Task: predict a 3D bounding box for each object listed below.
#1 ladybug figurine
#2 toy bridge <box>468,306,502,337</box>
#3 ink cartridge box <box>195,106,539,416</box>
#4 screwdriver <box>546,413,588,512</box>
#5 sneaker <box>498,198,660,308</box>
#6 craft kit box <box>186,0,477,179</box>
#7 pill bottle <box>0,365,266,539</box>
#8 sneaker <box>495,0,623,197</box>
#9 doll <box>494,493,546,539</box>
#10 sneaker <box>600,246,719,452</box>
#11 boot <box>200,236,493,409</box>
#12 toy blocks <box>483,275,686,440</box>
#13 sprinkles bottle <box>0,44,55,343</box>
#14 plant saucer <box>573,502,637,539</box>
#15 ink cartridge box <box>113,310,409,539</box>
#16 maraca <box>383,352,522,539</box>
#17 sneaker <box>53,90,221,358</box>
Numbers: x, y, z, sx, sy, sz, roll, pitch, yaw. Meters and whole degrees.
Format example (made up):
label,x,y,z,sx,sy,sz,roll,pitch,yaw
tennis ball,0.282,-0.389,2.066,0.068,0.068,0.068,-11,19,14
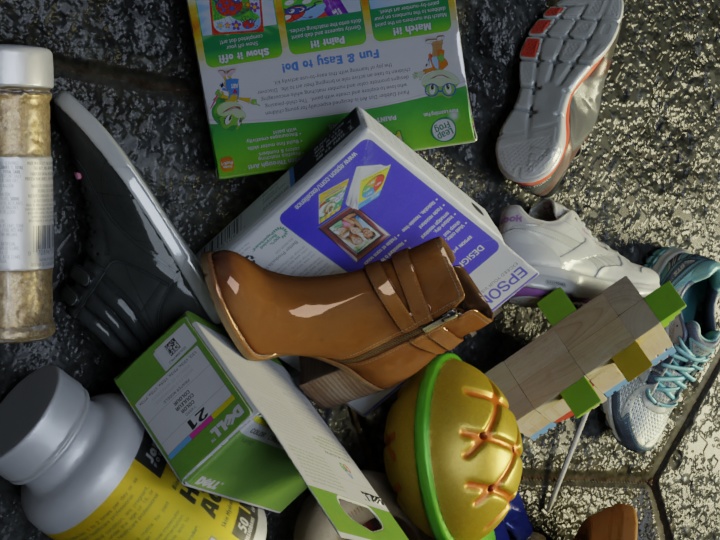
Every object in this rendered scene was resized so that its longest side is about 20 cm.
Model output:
label,x,y,z,sx,sy,sz,roll,pitch,yaw
ladybug figurine,0.006,0.252,1.115,0.136,0.072,0.200,-31,110,-27
toy bridge,0.056,-0.025,1.147,0.067,0.027,0.200,-37,113,-24
ink cartridge box,0.000,0.000,1.041,0.198,0.043,0.200,-40,121,20
screwdriver,0.212,0.132,1.257,0.028,0.029,0.200,22,85,-17
sneaker,0.200,-0.013,1.213,0.200,0.075,0.100,8,73,-41
craft kit box,-0.024,-0.180,1.008,0.199,0.049,0.198,-7,99,5
pill bottle,-0.171,0.158,0.970,0.200,0.111,0.111,43,72,-28
sneaker,0.180,-0.155,1.203,0.200,0.077,0.082,-63,148,-11
doll,0.095,0.175,1.175,0.136,0.048,0.200,-44,115,-45
sneaker,0.288,0.075,1.270,0.077,0.086,0.200,18,85,-32
boot,-0.007,0.020,0.976,0.155,0.077,0.200,-28,130,19
toy blocks,0.193,0.083,1.182,0.200,0.100,0.137,-35,158,7
sprinkles bottle,-0.244,-0.053,0.928,0.068,0.068,0.201,-3,96,-32
plant saucer,0.194,0.298,1.192,0.037,0.200,0.201,18,84,4
ink cartridge box,-0.064,0.138,0.953,0.076,0.200,0.148,-42,151,6
maraca,0.077,0.164,1.070,0.137,0.107,0.201,-23,105,-62
sneaker,-0.187,-0.025,0.967,0.099,0.071,0.200,-32,96,-3
